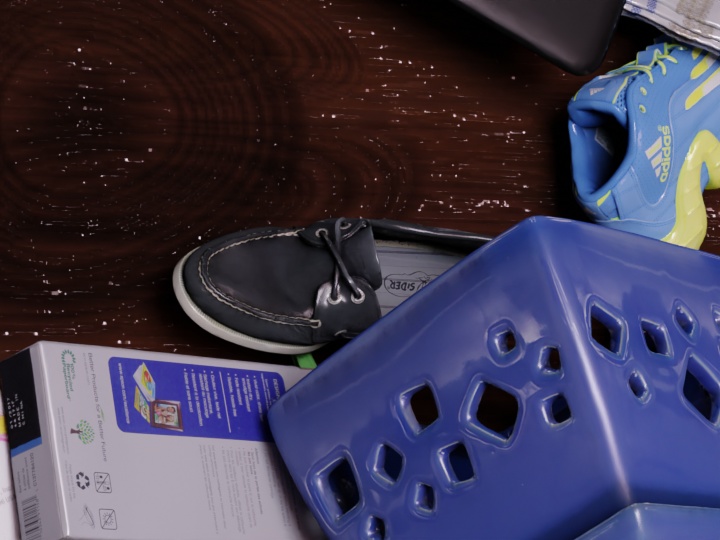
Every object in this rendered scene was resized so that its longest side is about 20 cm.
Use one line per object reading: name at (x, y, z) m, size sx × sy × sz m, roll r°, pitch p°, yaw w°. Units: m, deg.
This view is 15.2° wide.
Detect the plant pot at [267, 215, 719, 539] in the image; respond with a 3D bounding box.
plant pot at (0.103, 0.108, 1.325) m, size 0.200 × 0.200 × 0.180 m, roll 11°, pitch 52°, yaw -48°

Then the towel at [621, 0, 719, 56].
towel at (0.174, -0.192, 1.523) m, size 0.200 × 0.024 × 0.147 m, roll 22°, pitch 57°, yaw 6°

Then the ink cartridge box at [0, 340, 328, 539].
ink cartridge box at (-0.085, 0.093, 1.333) m, size 0.200 × 0.039 × 0.100 m, roll 8°, pitch 64°, yaw -43°

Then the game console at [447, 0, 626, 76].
game console at (0.064, -0.222, 1.491) m, size 0.116 × 0.176 × 0.200 m, roll 47°, pitch 58°, yaw -49°

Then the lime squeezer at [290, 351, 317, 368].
lime squeezer at (-0.044, 0.093, 1.406) m, size 0.071 × 0.038 × 0.200 m, roll 23°, pitch 71°, yaw -18°

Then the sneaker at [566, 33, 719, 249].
sneaker at (0.175, -0.099, 1.506) m, size 0.105 × 0.076 × 0.200 m, roll 38°, pitch 64°, yaw -45°

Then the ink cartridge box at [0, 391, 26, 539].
ink cartridge box at (-0.240, 0.102, 1.288) m, size 0.145 × 0.087 × 0.200 m, roll -23°, pitch 90°, yaw -27°

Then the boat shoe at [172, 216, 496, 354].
boat shoe at (0.001, 0.002, 1.412) m, size 0.199 × 0.066 × 0.075 m, roll 9°, pitch 57°, yaw -29°
